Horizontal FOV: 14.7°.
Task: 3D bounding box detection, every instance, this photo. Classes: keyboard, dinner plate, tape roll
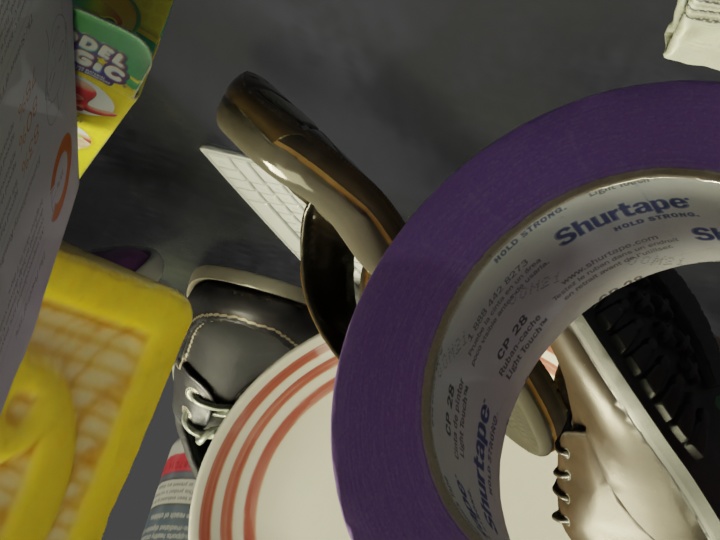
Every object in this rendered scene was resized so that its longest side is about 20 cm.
[{"bbox_3d":[0.000,0.000,1.105,0.056,0.011,0.200,8,159,27],"label":"keyboard"},{"bbox_3d":[0.029,0.105,1.141,0.200,0.201,0.024,21,-164,-10],"label":"dinner plate"},{"bbox_3d":[0.094,0.045,0.849,0.200,0.201,0.066,8,159,27],"label":"tape roll"}]

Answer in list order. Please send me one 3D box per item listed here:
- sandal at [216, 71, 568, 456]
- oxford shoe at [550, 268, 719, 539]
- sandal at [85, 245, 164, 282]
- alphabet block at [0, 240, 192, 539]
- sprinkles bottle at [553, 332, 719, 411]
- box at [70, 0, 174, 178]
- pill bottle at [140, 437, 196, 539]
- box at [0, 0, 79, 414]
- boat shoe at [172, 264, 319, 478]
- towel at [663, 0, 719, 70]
[{"bbox_3d":[0.005,0.008,0.992,0.200,0.055,0.082,46,177,-42],"label":"sandal"},{"bbox_3d":[0.092,0.061,0.975,0.084,0.073,0.200,-23,102,32],"label":"oxford shoe"},{"bbox_3d":[-0.163,0.007,1.192,0.202,0.082,0.050,-7,120,50],"label":"sandal"},{"bbox_3d":[-0.216,0.048,1.049,0.200,0.196,0.196,24,-178,26],"label":"alphabet block"},{"bbox_3d":[0.160,0.078,1.092,0.068,0.068,0.200,-3,152,46],"label":"sprinkles bottle"},{"bbox_3d":[-0.137,-0.078,0.956,0.117,0.048,0.200,23,163,-11],"label":"box"},{"bbox_3d":[-0.069,0.194,1.416,0.119,0.200,0.120,16,161,6],"label":"pill bottle"},{"bbox_3d":[-0.145,-0.053,0.813,0.097,0.125,0.200,10,141,5],"label":"box"},{"bbox_3d":[-0.048,0.053,1.215,0.072,0.063,0.200,16,161,3],"label":"boat shoe"},{"bbox_3d":[0.159,-0.082,0.694,0.199,0.035,0.193,18,162,0],"label":"towel"}]
